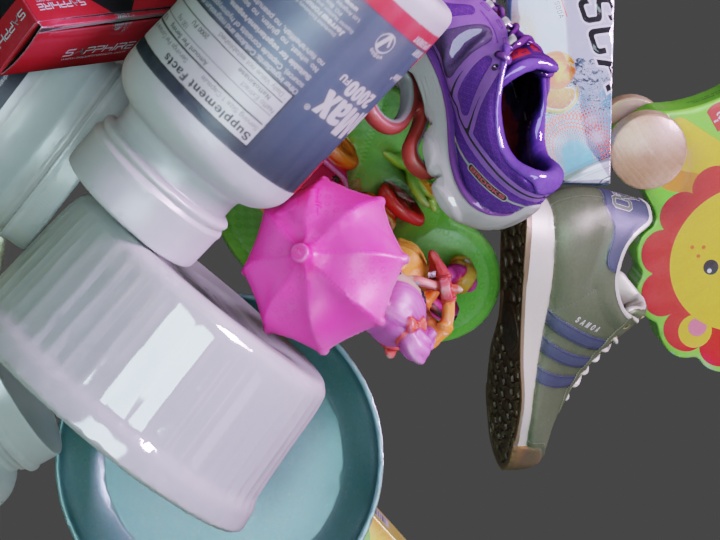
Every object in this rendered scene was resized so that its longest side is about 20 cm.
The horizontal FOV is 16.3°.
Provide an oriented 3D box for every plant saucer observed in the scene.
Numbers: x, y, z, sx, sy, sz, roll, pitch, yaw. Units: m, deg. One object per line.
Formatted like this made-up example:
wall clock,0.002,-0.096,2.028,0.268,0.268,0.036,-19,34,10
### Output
plant saucer,-0.084,0.114,1.520,0.199,0.036,0.201,0,85,3

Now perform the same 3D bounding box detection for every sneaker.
sneaker,0.129,0.035,1.496,0.090,0.067,0.201,-6,127,-12
sneaker,0.073,-0.125,1.415,0.083,0.080,0.201,-25,77,43

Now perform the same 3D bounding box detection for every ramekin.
ramekin,-0.114,0.046,1.407,0.200,0.200,0.098,40,93,-8

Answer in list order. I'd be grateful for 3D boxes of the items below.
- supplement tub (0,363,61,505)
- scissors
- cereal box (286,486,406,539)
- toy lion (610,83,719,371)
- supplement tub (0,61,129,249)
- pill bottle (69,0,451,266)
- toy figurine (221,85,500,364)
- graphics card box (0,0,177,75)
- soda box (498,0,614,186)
supplement tub,-0.291,0.100,1.470,0.200,0.145,0.145,-28,100,2
scissors,0.042,-0.142,1.464,0.073,0.200,0.014,36,139,-26
cereal box,-0.034,0.248,1.560,0.200,0.040,0.144,-41,97,5
toy lion,0.245,-0.044,1.522,0.200,0.069,0.192,-32,106,2
supplement tub,-0.236,-0.120,1.439,0.200,0.140,0.140,37,96,-8
pill bottle,-0.058,-0.104,1.354,0.120,0.120,0.200,42,98,-8
toy figurine,0.000,0.000,1.438,0.200,0.184,0.150,43,107,-14
graphics card box,-0.193,-0.202,1.399,0.051,0.125,0.200,-45,70,37
soda box,0.115,-0.150,1.478,0.063,0.068,0.201,0,92,-3
